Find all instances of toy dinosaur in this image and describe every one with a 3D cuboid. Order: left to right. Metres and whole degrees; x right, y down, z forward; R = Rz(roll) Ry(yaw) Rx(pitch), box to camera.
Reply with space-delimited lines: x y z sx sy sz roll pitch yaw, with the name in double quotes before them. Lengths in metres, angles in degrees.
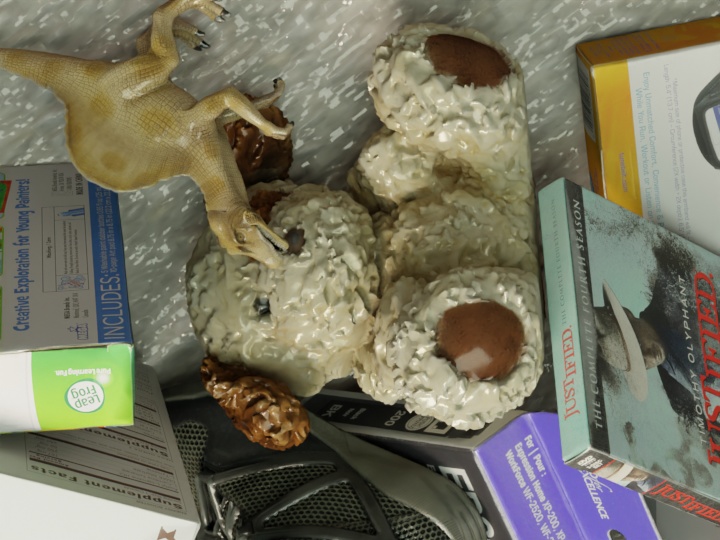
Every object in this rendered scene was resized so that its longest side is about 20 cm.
"toy dinosaur" -0.103 -0.083 0.967 0.200 0.058 0.101 33 67 15

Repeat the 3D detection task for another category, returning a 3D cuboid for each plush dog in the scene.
"plush dog" 0.000 0.000 1.008 0.172 0.200 0.160 -5 157 6

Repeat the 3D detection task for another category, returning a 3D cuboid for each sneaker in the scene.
"sneaker" -0.050 0.123 1.019 0.199 0.114 0.076 23 137 28

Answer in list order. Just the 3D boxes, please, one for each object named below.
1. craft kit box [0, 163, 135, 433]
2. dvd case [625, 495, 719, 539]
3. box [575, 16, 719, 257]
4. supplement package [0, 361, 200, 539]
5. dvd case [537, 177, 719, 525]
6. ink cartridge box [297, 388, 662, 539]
"craft kit box" -0.203 0.011 0.940 0.197 0.200 0.049 0 115 -8
"dvd case" 0.229 0.095 1.079 0.200 0.150 0.025 14 145 -14
"box" 0.213 -0.072 1.056 0.200 0.041 0.119 -12 115 -6
"supplement package" -0.151 0.111 0.961 0.109 0.200 0.114 16 102 -15
"dvd case" 0.165 0.053 1.006 0.200 0.146 0.022 24 140 -34
"ink cartridge box" 0.072 0.151 1.060 0.043 0.200 0.198 -45 120 -34
